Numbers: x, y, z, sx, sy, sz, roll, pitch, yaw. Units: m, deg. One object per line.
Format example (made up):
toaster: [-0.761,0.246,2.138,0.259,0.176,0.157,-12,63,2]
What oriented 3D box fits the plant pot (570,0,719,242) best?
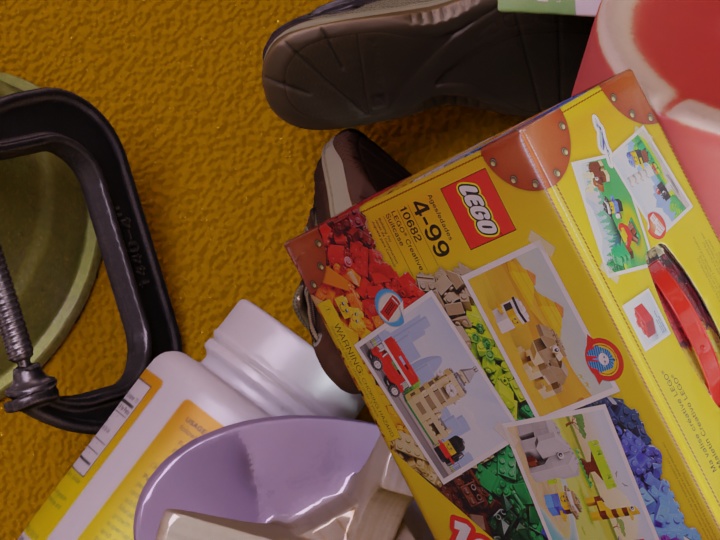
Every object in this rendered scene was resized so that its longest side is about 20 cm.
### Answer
plant pot: [0.164,-0.033,1.239,0.200,0.178,0.201,0,42,0]

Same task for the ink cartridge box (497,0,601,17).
ink cartridge box: [0.173,-0.153,1.335,0.199,0.117,0.068,6,109,23]

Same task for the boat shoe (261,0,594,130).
boat shoe: [0.049,-0.113,1.433,0.200,0.072,0.066,-7,29,-5]

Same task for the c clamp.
c clamp: [-0.162,-0.008,1.427,0.027,0.171,0.201,-19,93,39]

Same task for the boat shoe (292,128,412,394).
boat shoe: [-0.005,-0.004,1.382,0.075,0.075,0.202,-46,16,12]

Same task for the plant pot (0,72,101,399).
plant pot: [-0.255,-0.045,1.483,0.200,0.184,0.201,-8,66,19]

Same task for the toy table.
toy table: [0.002,0.132,1.289,0.199,0.117,0.185,4,91,-7]

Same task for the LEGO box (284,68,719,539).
LEGO box: [0.082,0.044,1.172,0.149,0.077,0.201,-25,94,47]

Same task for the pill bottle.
pill bottle: [-0.085,0.115,1.390,0.109,0.109,0.200,35,85,30]
